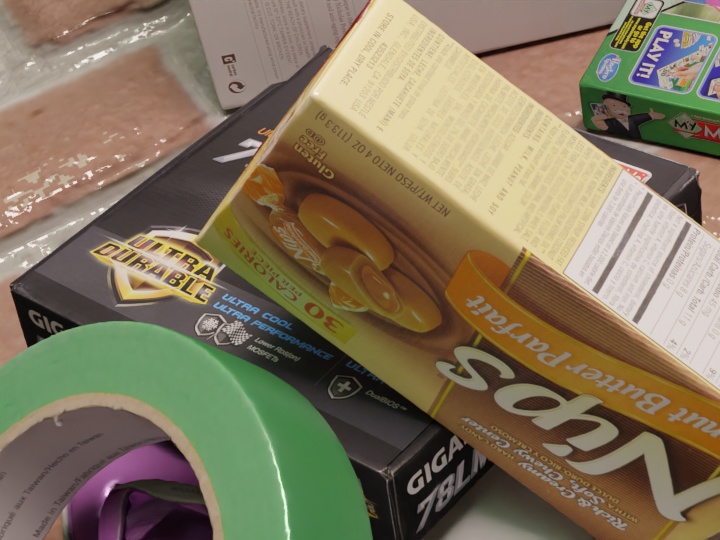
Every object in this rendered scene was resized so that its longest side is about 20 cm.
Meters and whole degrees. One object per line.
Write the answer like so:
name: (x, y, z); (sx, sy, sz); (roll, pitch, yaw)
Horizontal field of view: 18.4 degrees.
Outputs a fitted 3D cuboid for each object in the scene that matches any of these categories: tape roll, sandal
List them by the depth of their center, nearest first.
tape roll: (-0.086, 0.119, 0.748); (0.200, 0.048, 0.201); (-17, 62, 34)
sandal: (-0.061, 0.110, 0.800); (0.082, 0.050, 0.203); (-30, 40, -5)

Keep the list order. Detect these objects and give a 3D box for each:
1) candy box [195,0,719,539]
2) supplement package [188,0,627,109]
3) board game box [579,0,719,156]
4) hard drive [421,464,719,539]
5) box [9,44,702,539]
candy box: (0.054, 0.009, 0.732); (0.200, 0.115, 0.055); (36, 59, -6)
supplement package: (0.007, -0.206, 0.986); (0.199, 0.192, 0.148); (-12, 47, 2)
board game box: (0.197, -0.127, 0.979); (0.134, 0.029, 0.200); (14, 53, 25)
hard drive: (0.064, 0.135, 0.777); (0.131, 0.026, 0.200); (14, 53, 25)
box: (0.000, 0.000, 0.874); (0.199, 0.050, 0.198); (23, 50, 34)
